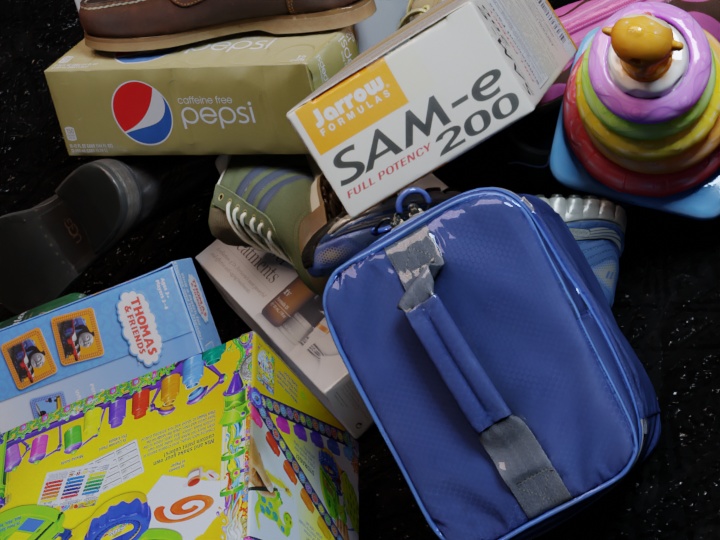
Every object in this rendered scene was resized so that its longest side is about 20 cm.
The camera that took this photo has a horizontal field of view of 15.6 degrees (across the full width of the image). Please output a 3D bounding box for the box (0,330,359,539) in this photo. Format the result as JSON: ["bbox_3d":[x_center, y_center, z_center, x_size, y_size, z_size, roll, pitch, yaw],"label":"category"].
[{"bbox_3d":[-0.115,0.172,1.503,0.199,0.122,0.193,-22,43,23],"label":"box"}]

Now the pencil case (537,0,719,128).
[{"bbox_3d":[0.185,-0.159,1.667,0.199,0.094,0.091,-28,78,17],"label":"pencil case"}]

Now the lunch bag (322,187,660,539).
[{"bbox_3d":[0.070,0.046,1.442,0.135,0.201,0.132,-30,-4,10],"label":"lunch bag"}]

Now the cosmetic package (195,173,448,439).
[{"bbox_3d":[0.000,0.000,1.686,0.151,0.052,0.200,-39,38,-7],"label":"cosmetic package"}]

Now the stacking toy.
[{"bbox_3d":[0.162,-0.110,1.489,0.115,0.200,0.110,14,81,13],"label":"stacking toy"}]

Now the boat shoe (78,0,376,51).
[{"bbox_3d":[-0.088,-0.184,1.661,0.199,0.071,0.070,-7,26,17],"label":"boat shoe"}]

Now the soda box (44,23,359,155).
[{"bbox_3d":[-0.097,-0.115,1.677,0.199,0.064,0.068,0,28,30],"label":"soda box"}]

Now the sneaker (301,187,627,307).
[{"bbox_3d":[0.064,0.000,1.553,0.079,0.199,0.090,149,121,-74],"label":"sneaker"}]

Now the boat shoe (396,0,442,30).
[{"bbox_3d":[0.059,-0.159,1.719,0.066,0.074,0.200,32,46,5],"label":"boat shoe"}]

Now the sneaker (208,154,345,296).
[{"bbox_3d":[-0.051,-0.033,1.664,0.089,0.067,0.201,-24,31,10],"label":"sneaker"}]

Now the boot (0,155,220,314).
[{"bbox_3d":[-0.150,-0.044,1.798,0.174,0.070,0.200,-25,-3,-46],"label":"boot"}]

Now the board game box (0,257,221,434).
[{"bbox_3d":[-0.172,0.096,1.651,0.199,0.152,0.037,-20,-1,20],"label":"board game box"}]

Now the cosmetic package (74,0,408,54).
[{"bbox_3d":[-0.055,-0.188,1.800,0.199,0.124,0.199,-13,12,28],"label":"cosmetic package"}]

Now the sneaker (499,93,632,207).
[{"bbox_3d":[0.181,-0.090,1.616,0.199,0.078,0.070,-17,41,23],"label":"sneaker"}]

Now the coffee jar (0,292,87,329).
[{"bbox_3d":[-0.256,0.090,1.759,0.199,0.085,0.105,-18,41,22],"label":"coffee jar"}]

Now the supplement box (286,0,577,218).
[{"bbox_3d":[0.046,-0.110,1.530,0.126,0.074,0.200,-31,6,18],"label":"supplement box"}]
